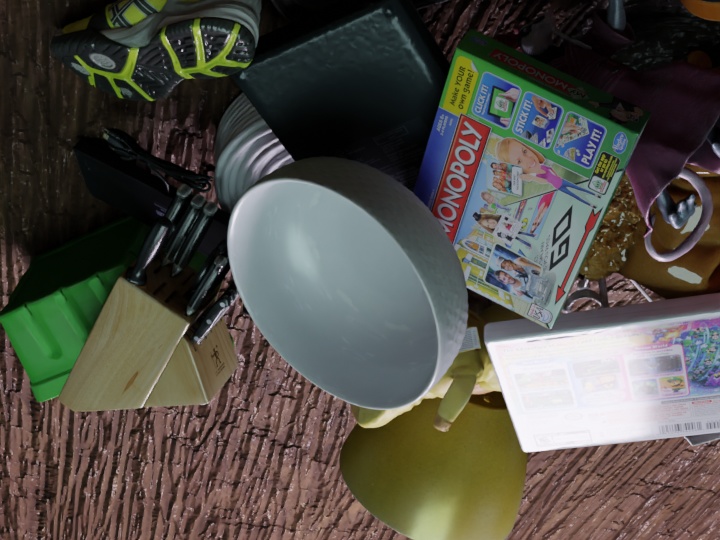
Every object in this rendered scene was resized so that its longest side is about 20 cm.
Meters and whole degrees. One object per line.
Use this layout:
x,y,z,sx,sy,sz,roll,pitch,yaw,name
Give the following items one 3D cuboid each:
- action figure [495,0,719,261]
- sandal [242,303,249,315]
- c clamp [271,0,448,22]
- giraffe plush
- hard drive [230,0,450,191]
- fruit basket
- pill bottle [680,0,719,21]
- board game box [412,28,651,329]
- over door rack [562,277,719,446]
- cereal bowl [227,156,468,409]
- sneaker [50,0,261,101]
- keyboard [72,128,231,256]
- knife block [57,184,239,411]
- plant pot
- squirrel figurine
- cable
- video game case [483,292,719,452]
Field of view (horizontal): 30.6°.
0.186,-0.127,0.959,0.134,0.200,0.149,-44,149,-12,action figure
-0.066,0.015,1.181,0.075,0.048,0.200,1,-174,-2,sandal
0.012,-0.239,0.914,0.199,0.027,0.171,-17,146,21,c clamp
0.097,0.068,1.229,0.162,0.173,0.200,4,-178,-39,giraffe plush
0.013,-0.108,0.975,0.139,0.033,0.200,-19,129,24,hard drive
-0.203,0.054,1.237,0.215,0.156,0.216,7,130,8,fruit basket
0.222,-0.249,0.820,0.106,0.106,0.200,-10,144,16,pill bottle
0.108,-0.059,0.931,0.134,0.029,0.200,26,138,11,board game box
0.253,0.070,1.231,0.200,0.148,0.067,30,135,-34,over door rack
0.000,0.000,0.977,0.200,0.083,0.200,24,135,27,cereal bowl
-0.145,-0.178,0.964,0.200,0.077,0.075,-1,152,36,sneaker
-0.154,-0.061,1.090,0.200,0.021,0.127,26,154,15,keyboard
-0.177,0.023,1.078,0.199,0.064,0.176,-6,114,25,knife block
0.094,0.170,1.367,0.199,0.200,0.142,13,117,-16,plant pot
0.247,-0.075,1.043,0.199,0.142,0.187,1,138,-5,squirrel figurine
-0.023,-0.075,1.083,0.199,0.069,0.200,-11,134,17,cable
0.220,0.092,1.121,0.199,0.024,0.182,-8,140,14,video game case
